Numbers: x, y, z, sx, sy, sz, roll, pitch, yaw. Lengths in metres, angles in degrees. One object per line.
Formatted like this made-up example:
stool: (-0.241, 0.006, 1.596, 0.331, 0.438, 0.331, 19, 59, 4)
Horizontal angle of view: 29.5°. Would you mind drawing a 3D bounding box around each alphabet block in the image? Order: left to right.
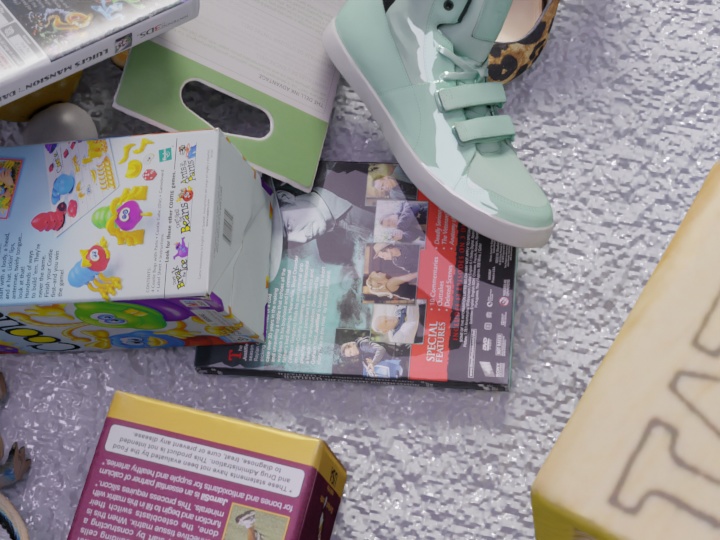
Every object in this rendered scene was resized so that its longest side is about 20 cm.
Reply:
alphabet block: (0.220, 0.095, 0.716, 0.196, 0.195, 0.200, 28, 77, 18)

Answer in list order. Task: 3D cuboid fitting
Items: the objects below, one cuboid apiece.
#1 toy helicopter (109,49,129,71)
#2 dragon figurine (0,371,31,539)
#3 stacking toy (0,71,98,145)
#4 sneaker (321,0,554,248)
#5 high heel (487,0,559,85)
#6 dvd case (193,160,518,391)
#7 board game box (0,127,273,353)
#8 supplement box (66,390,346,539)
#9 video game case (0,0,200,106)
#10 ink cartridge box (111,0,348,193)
toy helicopter: (-0.152, -0.217, 0.931, 0.132, 0.079, 0.201, -11, 62, 22)
dragon figurine: (-0.265, 0.113, 0.849, 0.099, 0.059, 0.201, -24, 70, 0)
stacking toy: (-0.230, -0.152, 0.915, 0.146, 0.146, 0.200, -31, 88, -3)
sneaker: (0.068, -0.115, 0.818, 0.201, 0.074, 0.118, 52, 125, 16)
high heel: (0.098, -0.197, 0.855, 0.071, 0.143, 0.200, 37, 80, 17)
dvd case: (0.000, 0.000, 0.869, 0.199, 0.022, 0.147, 2, 72, 8)
board game box: (-0.165, -0.013, 0.841, 0.199, 0.103, 0.105, -3, 71, 15)
supplement box: (-0.097, 0.185, 0.777, 0.130, 0.103, 0.201, 13, 73, 12)
video game case: (-0.224, -0.181, 0.801, 0.182, 0.023, 0.200, -30, 64, -26)
ink cartridge box: (-0.075, -0.164, 0.879, 0.145, 0.048, 0.201, 22, 75, -26)
